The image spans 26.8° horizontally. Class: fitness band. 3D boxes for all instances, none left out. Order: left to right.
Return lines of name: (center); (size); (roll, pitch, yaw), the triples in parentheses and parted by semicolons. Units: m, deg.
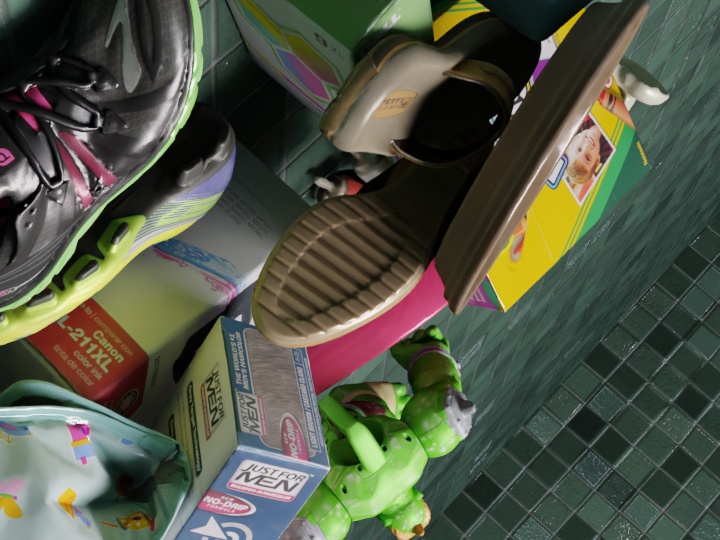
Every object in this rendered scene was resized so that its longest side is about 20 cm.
fitness band: (-0.006, 0.040, 0.996); (0.199, 0.038, 0.144); (-35, -178, 15)

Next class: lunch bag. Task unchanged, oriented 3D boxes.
lunch bag: (-0.203, 0.147, 0.794); (0.199, 0.123, 0.170); (-11, 157, -46)

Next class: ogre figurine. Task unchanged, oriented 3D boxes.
ogre figurine: (-0.007, 0.116, 0.947); (0.198, 0.099, 0.120); (-19, -165, -17)

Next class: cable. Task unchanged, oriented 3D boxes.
cable: (0.047, -0.040, 1.122); (0.097, 0.199, 0.051); (-44, -148, 19)

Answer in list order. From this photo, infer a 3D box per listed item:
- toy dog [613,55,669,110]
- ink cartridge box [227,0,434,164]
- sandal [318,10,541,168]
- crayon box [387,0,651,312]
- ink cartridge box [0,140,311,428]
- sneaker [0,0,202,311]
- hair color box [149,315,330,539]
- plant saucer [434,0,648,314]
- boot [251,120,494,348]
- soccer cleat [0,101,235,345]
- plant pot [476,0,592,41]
toy dog: (0.121, -0.115, 1.222); (0.201, 0.138, 0.194); (-56, -160, 18)
ink cartridge box: (-0.019, -0.140, 0.767); (0.059, 0.104, 0.200); (-47, 165, -9)
sandal: (0.047, -0.086, 0.780); (0.081, 0.054, 0.199); (-58, 163, 25)
crayon box: (0.099, -0.105, 1.045); (0.172, 0.201, 0.058); (-42, -152, -26)
ink cartridge box: (-0.125, 0.035, 0.917); (0.200, 0.083, 0.146); (-39, 161, -34)
sneaker: (-0.139, -0.060, 0.673); (0.201, 0.076, 0.084); (-56, 165, 14)
hair color box: (-0.094, 0.135, 0.867); (0.060, 0.101, 0.201); (17, 126, -26)
plant saucer: (0.096, -0.067, 0.839); (0.201, 0.029, 0.200); (-58, 173, -10)
boot: (0.000, 0.000, 0.906); (0.200, 0.072, 0.167); (-43, 173, -27)
soccer cleat: (-0.141, -0.014, 0.795); (0.200, 0.065, 0.084); (-41, 165, -31)
plant pot: (0.098, -0.258, 0.771); (0.141, 0.141, 0.201); (-41, 158, -30)
